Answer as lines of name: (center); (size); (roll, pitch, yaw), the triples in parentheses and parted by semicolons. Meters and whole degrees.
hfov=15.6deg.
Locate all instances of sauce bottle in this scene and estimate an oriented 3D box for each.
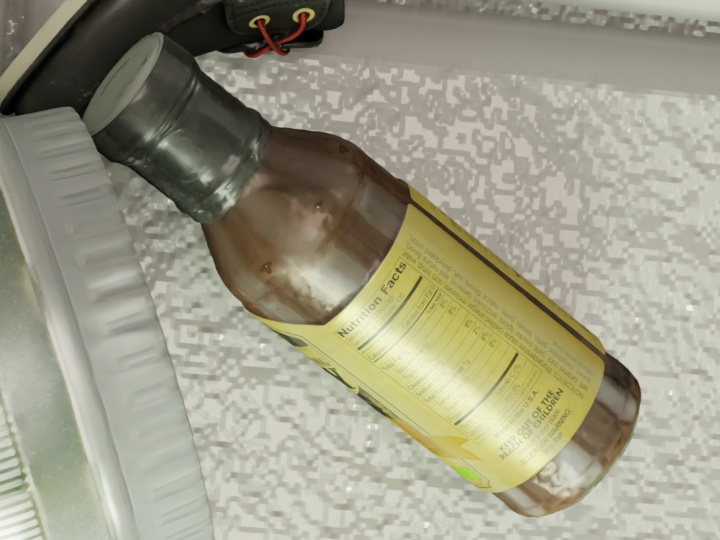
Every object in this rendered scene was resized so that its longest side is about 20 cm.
sauce bottle: (0.000, 0.000, 0.830); (0.200, 0.065, 0.065); (39, 82, -20)

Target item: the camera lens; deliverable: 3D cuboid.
camera lens: (-0.159, 0.049, 0.773); (0.199, 0.160, 0.161); (-18, 91, -10)

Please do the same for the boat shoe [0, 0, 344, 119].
boat shoe: (-0.028, -0.102, 0.845); (0.201, 0.074, 0.063); (-38, 91, -11)
